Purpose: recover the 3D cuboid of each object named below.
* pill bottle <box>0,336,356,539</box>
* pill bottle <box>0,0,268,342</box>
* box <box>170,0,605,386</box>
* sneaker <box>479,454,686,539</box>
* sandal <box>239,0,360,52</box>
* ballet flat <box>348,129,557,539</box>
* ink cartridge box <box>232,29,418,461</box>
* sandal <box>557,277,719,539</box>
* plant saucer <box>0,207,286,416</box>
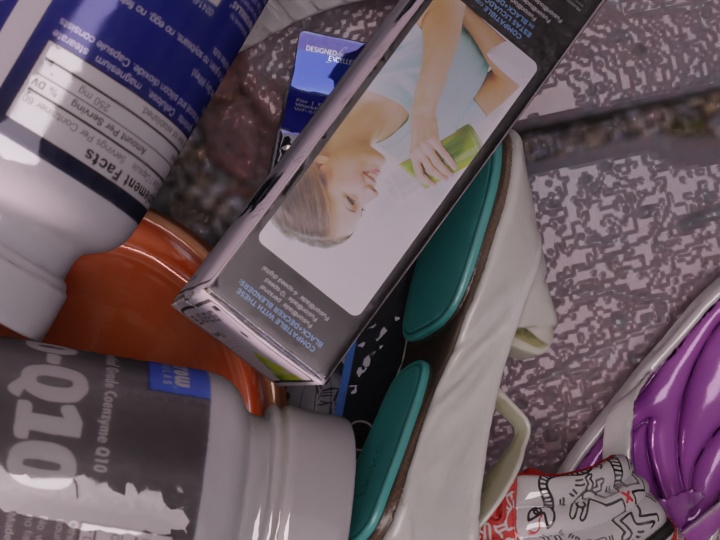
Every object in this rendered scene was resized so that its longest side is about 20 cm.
[{"bbox_3d":[-0.108,0.089,0.822,0.198,0.114,0.115,10,91,-10],"label":"pill bottle"},{"bbox_3d":[-0.122,-0.079,0.847,0.115,0.116,0.201,30,85,-3],"label":"pill bottle"},{"bbox_3d":[0.010,-0.049,0.843,0.060,0.117,0.201,38,79,-7],"label":"box"},{"bbox_3d":[0.050,0.154,0.875,0.200,0.067,0.109,-26,79,-11],"label":"sneaker"},{"bbox_3d":[-0.011,-0.158,0.931,0.201,0.050,0.083,-18,114,10],"label":"sandal"},{"bbox_3d":[0.046,0.040,0.866,0.069,0.069,0.201,19,69,-3],"label":"ballet flat"},{"bbox_3d":[0.000,0.000,0.931,0.099,0.039,0.202,9,99,-2],"label":"ink cartridge box"},{"bbox_3d":[0.140,0.089,0.938,0.082,0.050,0.204,26,91,-2],"label":"sandal"},{"bbox_3d":[-0.127,0.066,0.923,0.198,0.032,0.202,0,90,16],"label":"plant saucer"}]
